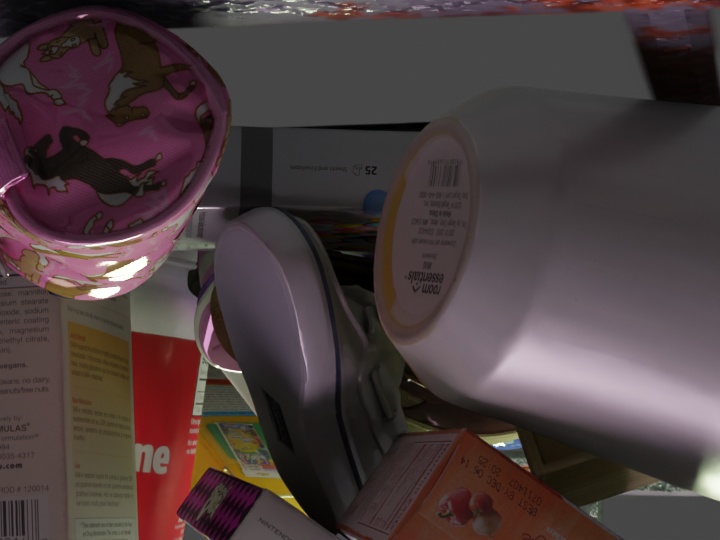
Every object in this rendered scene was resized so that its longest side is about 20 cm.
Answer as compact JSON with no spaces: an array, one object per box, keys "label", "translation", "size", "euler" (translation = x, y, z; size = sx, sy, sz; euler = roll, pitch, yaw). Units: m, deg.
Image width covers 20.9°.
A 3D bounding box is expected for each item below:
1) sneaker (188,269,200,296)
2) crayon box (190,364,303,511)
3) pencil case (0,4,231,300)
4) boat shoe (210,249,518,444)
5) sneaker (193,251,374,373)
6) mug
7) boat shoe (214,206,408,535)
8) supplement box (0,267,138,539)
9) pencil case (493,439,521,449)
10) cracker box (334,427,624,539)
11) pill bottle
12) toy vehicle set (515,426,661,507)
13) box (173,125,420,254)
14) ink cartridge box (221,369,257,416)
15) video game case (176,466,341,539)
[{"label":"sneaker","translation":[-0.035,0.027,1.266],"size":[0.199,0.076,0.114],"euler":[2,177,7]},{"label":"crayon box","translation":[-0.063,0.106,1.207],"size":[0.126,0.052,0.200],"euler":[3,-156,-32]},{"label":"pencil case","translation":[-0.098,-0.037,0.703],"size":[0.083,0.087,0.200],"euler":[33,169,-5]},{"label":"boat shoe","translation":[0.028,0.030,0.947],"size":[0.200,0.072,0.072],"euler":[21,137,-29]},{"label":"sneaker","translation":[0.000,0.000,1.029],"size":[0.200,0.089,0.081],"euler":[2,130,-25]},{"label":"mug","translation":[0.083,0.013,0.735],"size":[0.153,0.150,0.187],"euler":[12,133,-23]},{"label":"boat shoe","translation":[-0.014,0.036,0.866],"size":[0.065,0.074,0.200],"euler":[-33,146,-19]},{"label":"supplement box","translation":[-0.150,0.042,0.867],"size":[0.073,0.200,0.126],"euler":[-4,172,7]},{"label":"pencil case","translation":[0.126,0.051,1.063],"size":[0.078,0.087,0.200],"euler":[40,157,-17]},{"label":"cracker box","translation":[0.066,0.122,0.775],"size":[0.134,0.058,0.200],"euler":[36,173,-2]},{"label":"pill bottle","translation":[-0.139,0.067,1.037],"size":[0.112,0.200,0.112],"euler":[8,178,0]},{"label":"toy vehicle set","translation":[0.159,0.027,0.863],"size":[0.200,0.124,0.027],"euler":[-18,130,4]},{"label":"box","translation":[-0.006,-0.034,0.894],"size":[0.200,0.041,0.156],"euler":[0,174,-6]},{"label":"ink cartridge box","translation":[0.000,0.082,1.089],"size":[0.068,0.200,0.116],"euler":[-43,155,9]},{"label":"video game case","translation":[0.004,0.159,0.912],"size":[0.181,0.036,0.200],"euler":[36,171,-7]}]
